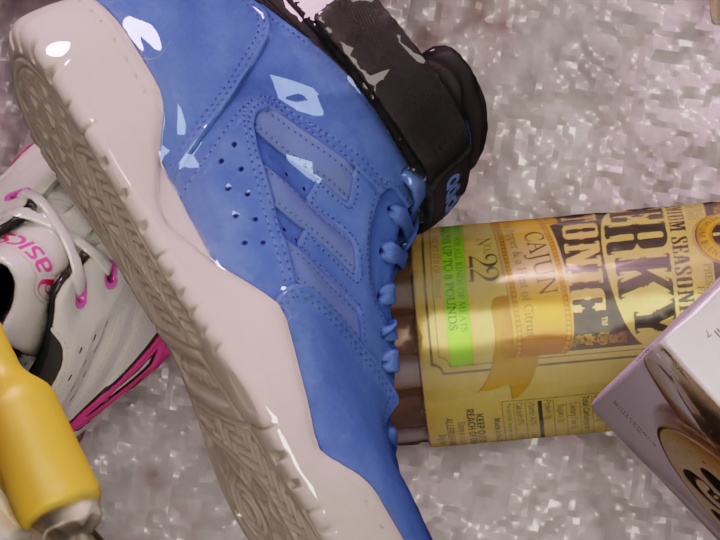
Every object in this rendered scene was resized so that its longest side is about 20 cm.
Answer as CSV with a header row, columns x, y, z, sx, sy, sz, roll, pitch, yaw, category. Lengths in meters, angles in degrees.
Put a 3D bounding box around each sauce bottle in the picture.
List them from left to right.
x,y,z,sx,sy,sz,roll,pitch,yaw,category
0.096,0.011,0.834,0.200,0.065,0.065,-7,85,2,sauce bottle

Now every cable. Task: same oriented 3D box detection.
x,y,z,sx,sy,sz,roll,pitch,yaw,category
-0.124,0.001,0.769,0.097,0.050,0.200,-14,75,17,cable

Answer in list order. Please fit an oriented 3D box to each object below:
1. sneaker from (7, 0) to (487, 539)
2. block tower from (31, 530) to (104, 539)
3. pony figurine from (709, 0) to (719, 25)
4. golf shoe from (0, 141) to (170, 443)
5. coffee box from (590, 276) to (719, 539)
x,y,z,sx,sy,sz,roll,pitch,yaw,category
0.000,0.000,0.772,0.111,0.077,0.200,-26,77,-19,sneaker
-0.142,0.150,0.827,0.200,0.054,0.058,-43,86,-5,block tower
0.167,-0.173,0.823,0.193,0.166,0.200,-1,86,38,pony figurine
-0.075,-0.002,0.825,0.073,0.092,0.200,36,84,5,golf shoe
0.160,0.073,0.736,0.080,0.113,0.200,-43,86,-9,coffee box
